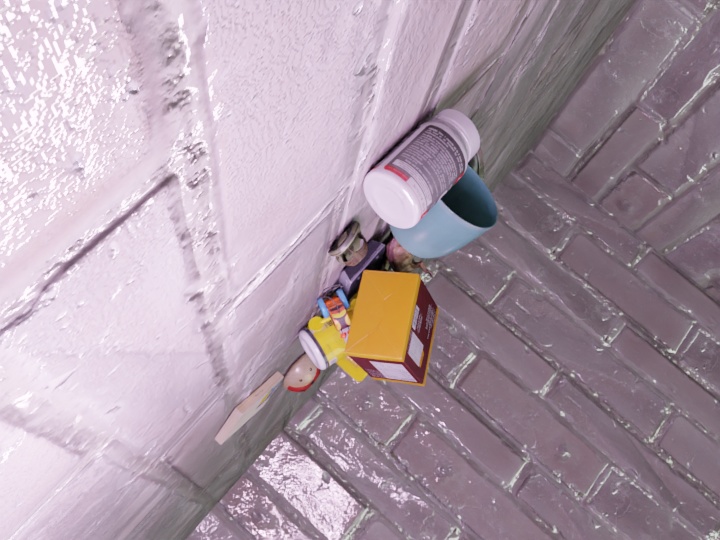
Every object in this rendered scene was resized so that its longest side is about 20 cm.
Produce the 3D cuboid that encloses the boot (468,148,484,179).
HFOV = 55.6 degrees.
[{"bbox_3d":[0.175,-0.197,1.512,0.199,0.073,0.183,-20,127,-8],"label":"boot"}]

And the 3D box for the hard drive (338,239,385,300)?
[{"bbox_3d":[0.000,0.000,1.624,0.135,0.042,0.200,-48,173,-13],"label":"hard drive"}]

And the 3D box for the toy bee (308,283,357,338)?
[{"bbox_3d":[-0.057,0.103,1.527,0.130,0.109,0.200,-26,173,14],"label":"toy bee"}]

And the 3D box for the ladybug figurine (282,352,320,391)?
[{"bbox_3d":[-0.168,0.309,2.036,0.136,0.072,0.200,-49,172,-8],"label":"ladybug figurine"}]

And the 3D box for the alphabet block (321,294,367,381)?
[{"bbox_3d":[0.004,0.157,1.853,0.197,0.195,0.200,-53,173,9],"label":"alphabet block"}]

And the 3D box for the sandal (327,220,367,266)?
[{"bbox_3d":[-0.012,-0.042,1.296,0.080,0.057,0.201,-50,172,-1],"label":"sandal"}]

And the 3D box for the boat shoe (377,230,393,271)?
[{"bbox_3d":[0.090,-0.031,1.702,0.072,0.065,0.202,-95,-159,-65],"label":"boat shoe"}]

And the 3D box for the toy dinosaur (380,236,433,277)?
[{"bbox_3d":[0.089,-0.031,1.612,0.135,0.086,0.201,-19,122,-16],"label":"toy dinosaur"}]

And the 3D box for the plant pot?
[{"bbox_3d":[0.153,-0.121,1.398,0.161,0.201,0.200,-43,178,37],"label":"plant pot"}]

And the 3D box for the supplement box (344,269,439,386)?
[{"bbox_3d":[0.078,0.132,1.545,0.200,0.132,0.199,53,46,-57],"label":"supplement box"}]

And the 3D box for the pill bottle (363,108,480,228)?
[{"bbox_3d":[0.107,-0.173,1.135,0.200,0.114,0.114,-45,171,-26],"label":"pill bottle"}]

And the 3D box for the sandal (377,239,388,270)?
[{"bbox_3d":[0.091,-0.051,1.781,0.200,0.045,0.075,-43,130,-29],"label":"sandal"}]

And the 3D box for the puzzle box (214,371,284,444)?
[{"bbox_3d":[-0.283,0.351,1.754,0.133,0.025,0.200,-55,171,31],"label":"puzzle box"}]

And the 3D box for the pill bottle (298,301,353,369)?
[{"bbox_3d":[-0.043,0.146,1.667,0.199,0.112,0.112,-32,167,-17],"label":"pill bottle"}]
